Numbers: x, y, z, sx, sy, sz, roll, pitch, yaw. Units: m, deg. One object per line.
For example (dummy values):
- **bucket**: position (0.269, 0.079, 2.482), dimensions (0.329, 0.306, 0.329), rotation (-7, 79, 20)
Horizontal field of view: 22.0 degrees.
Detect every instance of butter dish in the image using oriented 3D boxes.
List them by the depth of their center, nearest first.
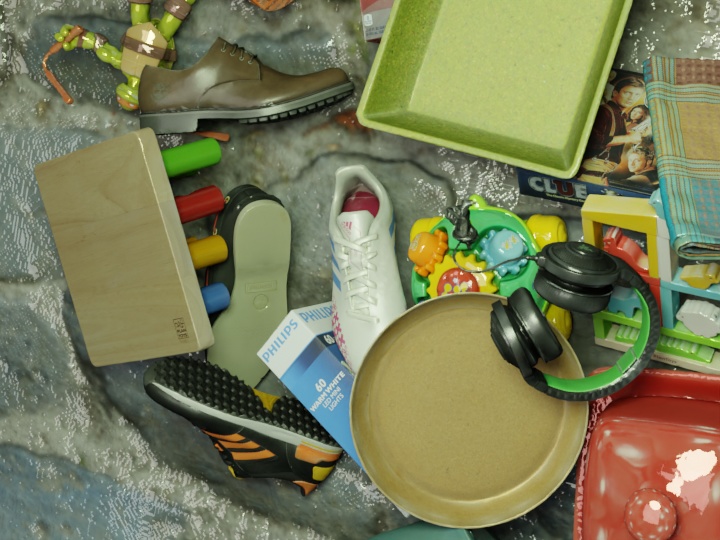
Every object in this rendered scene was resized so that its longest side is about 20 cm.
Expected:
- **butter dish**: position (0.254, 0.189, 1.510), dimensions (0.199, 0.148, 0.201), rotation (5, 97, 25)

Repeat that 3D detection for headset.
- **headset**: position (0.149, 0.019, 1.489), dimensions (0.200, 0.094, 0.124), rotation (36, 104, -23)

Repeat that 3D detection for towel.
- **towel**: position (0.300, -0.090, 1.440), dimensions (0.146, 0.022, 0.201), rotation (2, 52, -4)

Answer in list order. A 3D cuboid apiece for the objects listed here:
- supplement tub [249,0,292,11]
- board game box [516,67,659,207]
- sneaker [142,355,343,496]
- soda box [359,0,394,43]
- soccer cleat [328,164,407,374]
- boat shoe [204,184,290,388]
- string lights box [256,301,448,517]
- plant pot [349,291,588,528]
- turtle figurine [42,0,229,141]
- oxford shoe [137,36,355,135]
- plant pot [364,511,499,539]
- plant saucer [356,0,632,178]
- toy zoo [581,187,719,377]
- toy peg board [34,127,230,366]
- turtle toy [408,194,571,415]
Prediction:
- **supplement tub**: position (-0.132, -0.327, 1.671), dimensions (0.200, 0.122, 0.123), rotation (38, 109, 18)
- **board game box**: position (0.244, -0.099, 1.507), dimensions (0.199, 0.136, 0.035), rotation (14, 141, 24)
- **sneaker**: position (-0.114, 0.151, 1.687), dimensions (0.199, 0.070, 0.090), rotation (21, 116, -16)
- **soda box**: position (0.099, -0.245, 1.598), dimensions (0.199, 0.063, 0.071), rotation (-6, 90, 25)
- **soccer cleat**: position (0.000, 0.000, 1.610), dimensions (0.069, 0.086, 0.201), rotation (-11, 59, 8)
- **boat shoe**: position (-0.108, 0.020, 1.723), dimensions (0.063, 0.073, 0.203), rotation (-135, 50, -57)
- **string lights box**: position (0.011, 0.119, 1.647), dimensions (0.200, 0.103, 0.059), rotation (46, 113, 15)
- **plant pot**: position (0.089, 0.115, 1.543), dimensions (0.198, 0.027, 0.202), rotation (0, 99, -2)
- **turtle figurine**: position (-0.190, -0.212, 1.740), dimensions (0.199, 0.064, 0.162), rotation (23, 103, 13)
- **oxford shoe**: position (-0.105, -0.171, 1.672), dimensions (0.198, 0.073, 0.085), rotation (-5, 93, 1)
- **plant pot**: position (0.051, 0.308, 1.601), dimensions (0.188, 0.200, 0.201), rotation (-38, 78, 9)
- **plant saucer**: position (0.119, -0.186, 1.511), dimensions (0.199, 0.048, 0.201), rotation (17, 85, 24)
- **toy zoo**: position (0.246, 0.005, 1.498), dimensions (0.130, 0.021, 0.201), rotation (14, 143, 24)
- **toy peg board**: position (-0.189, -0.027, 1.711), dimensions (0.199, 0.097, 0.201), rotation (-10, 98, 53)
- **turtle toy**: position (0.102, 0.035, 1.596), dimensions (0.145, 0.101, 0.202), rotation (-1, 96, 26)
